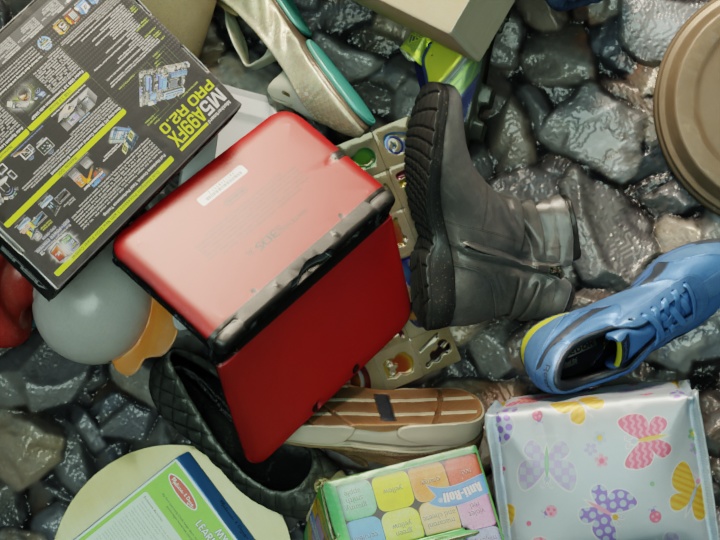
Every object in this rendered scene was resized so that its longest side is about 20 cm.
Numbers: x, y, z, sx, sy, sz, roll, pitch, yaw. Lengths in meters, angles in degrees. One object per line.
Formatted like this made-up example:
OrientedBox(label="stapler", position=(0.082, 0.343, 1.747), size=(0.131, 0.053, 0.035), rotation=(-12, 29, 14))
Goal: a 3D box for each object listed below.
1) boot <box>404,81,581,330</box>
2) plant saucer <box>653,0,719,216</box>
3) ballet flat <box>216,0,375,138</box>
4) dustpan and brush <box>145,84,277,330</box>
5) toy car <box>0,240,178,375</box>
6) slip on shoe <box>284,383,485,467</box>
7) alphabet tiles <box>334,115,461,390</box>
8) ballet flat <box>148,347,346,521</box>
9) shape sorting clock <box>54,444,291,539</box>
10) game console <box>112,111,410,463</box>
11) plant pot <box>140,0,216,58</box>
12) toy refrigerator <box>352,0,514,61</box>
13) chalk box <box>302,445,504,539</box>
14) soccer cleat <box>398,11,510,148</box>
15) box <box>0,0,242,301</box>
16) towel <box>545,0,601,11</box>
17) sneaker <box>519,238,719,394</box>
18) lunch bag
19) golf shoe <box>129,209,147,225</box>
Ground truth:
OrientedBox(label="boot", position=(0.105, -0.052, 1.226), size=(0.131, 0.070, 0.202), rotation=(-5, 107, -13))
OrientedBox(label="plant saucer", position=(0.335, -0.133, 1.244), size=(0.198, 0.029, 0.202), rotation=(0, 88, 5))
OrientedBox(label="ballet flat", position=(-0.058, -0.169, 1.256), size=(0.062, 0.067, 0.201), rotation=(-39, 64, 13))
OrientedBox(label="dustpan and brush", position=(-0.130, -0.054, 1.182), size=(0.139, 0.057, 0.202), rotation=(12, 82, -28))
OrientedBox(label="toy car", position=(-0.219, -0.003, 1.201), size=(0.199, 0.184, 0.178), rotation=(22, 89, 12))
OrientedBox(label="slip on shoe", position=(-0.002, 0.127, 1.235), size=(0.198, 0.076, 0.061), rotation=(1, 121, -9))
OrientedBox(label="alphabet tiles", position=(0.000, 0.000, 1.253), size=(0.166, 0.008, 0.201), rotation=(-22, 100, 0))
OrientedBox(label="ballet flat", position=(-0.090, 0.136, 1.250), size=(0.199, 0.057, 0.067), rotation=(35, 63, 6))
OrientedBox(label="shape sorting clock", position=(-0.152, 0.243, 1.265), size=(0.198, 0.039, 0.202), rotation=(0, 83, 4))
OrientedBox(label="game console", position=(-0.069, 0.009, 1.179), size=(0.172, 0.119, 0.200), rotation=(40, 56, 12))
OrientedBox(label="plant pot", position=(-0.183, -0.244, 1.237), size=(0.186, 0.187, 0.202), rotation=(3, 102, 5))
OrientedBox(label="toy refrigerator", position=(0.025, -0.243, 1.226), size=(0.199, 0.070, 0.076), rotation=(31, 91, 29))
OrientedBox(label="chalk box", position=(0.036, 0.212, 1.145), size=(0.123, 0.200, 0.125), rotation=(-11, 68, -13))
OrientedBox(label="soccer cleat", position=(0.076, -0.196, 1.253), size=(0.083, 0.065, 0.202), rotation=(11, 89, 8))
OrientedBox(label="box", position=(-0.209, -0.105, 1.119), size=(0.160, 0.044, 0.200), rotation=(44, 69, -6))
OrientedBox(label="towel", position=(0.130, -0.298, 1.230), size=(0.048, 0.111, 0.201), rotation=(-39, 83, 37))
OrientedBox(label="sneaker", position=(0.221, 0.042, 1.207), size=(0.199, 0.078, 0.066), rotation=(-26, 108, -6))
OrientedBox(label="lunch bag", position=(0.189, 0.194, 1.194), size=(0.168, 0.127, 0.202), rotation=(-6, 92, 8))
OrientedBox(label="golf shoe", position=(-0.134, -0.012, 1.269), size=(0.088, 0.077, 0.201), rotation=(-18, 98, 39))
